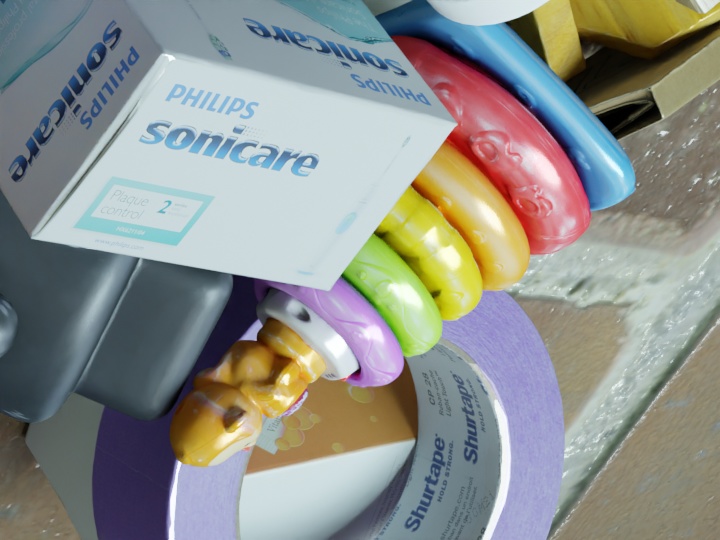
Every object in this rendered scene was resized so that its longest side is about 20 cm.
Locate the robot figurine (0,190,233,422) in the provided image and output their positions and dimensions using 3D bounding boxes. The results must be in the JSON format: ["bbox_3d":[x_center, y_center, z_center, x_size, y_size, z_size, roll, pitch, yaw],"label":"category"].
[{"bbox_3d":[-0.147,-0.019,1.044,0.125,0.200,0.150,-67,-172,-18],"label":"robot figurine"}]

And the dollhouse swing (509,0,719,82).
[{"bbox_3d":[0.118,-0.212,1.074,0.200,0.182,0.176,-31,166,-7],"label":"dollhouse swing"}]

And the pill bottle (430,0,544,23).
[{"bbox_3d":[0.003,-0.172,0.956,0.112,0.113,0.200,-40,133,6],"label":"pill bottle"}]

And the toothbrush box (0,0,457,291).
[{"bbox_3d":[-0.082,-0.096,0.995,0.146,0.200,0.085,10,125,-48],"label":"toothbrush box"}]

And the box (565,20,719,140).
[{"bbox_3d":[0.120,-0.085,1.212,0.163,0.021,0.200,-23,-172,45],"label":"box"}]

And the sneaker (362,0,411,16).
[{"bbox_3d":[-0.013,-0.089,1.159,0.200,0.080,0.074,-16,167,-23],"label":"sneaker"}]

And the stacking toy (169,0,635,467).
[{"bbox_3d":[0.000,0.000,1.062,0.110,0.116,0.200,46,72,-14],"label":"stacking toy"}]

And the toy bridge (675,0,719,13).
[{"bbox_3d":[0.146,-0.128,1.083,0.067,0.027,0.200,-40,119,-5],"label":"toy bridge"}]

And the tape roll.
[{"bbox_3d":[-0.011,0.083,1.191,0.200,0.066,0.201,-11,110,-33],"label":"tape roll"}]

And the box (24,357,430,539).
[{"bbox_3d":[-0.033,0.072,1.308,0.200,0.124,0.098,-10,138,-34],"label":"box"}]
